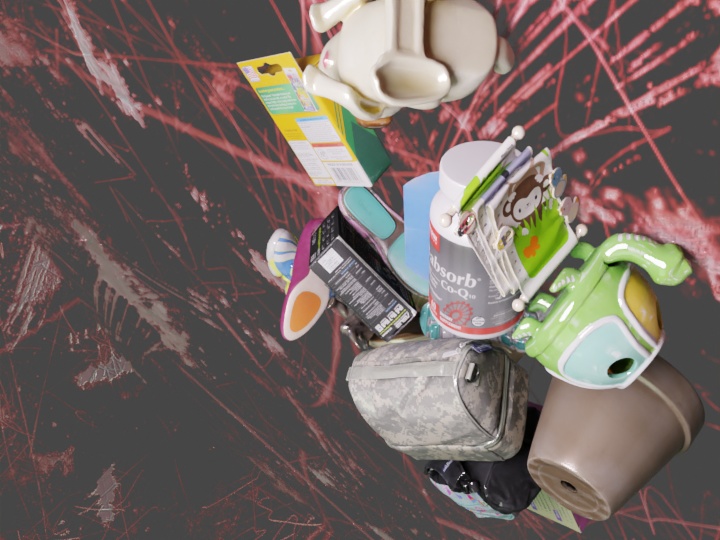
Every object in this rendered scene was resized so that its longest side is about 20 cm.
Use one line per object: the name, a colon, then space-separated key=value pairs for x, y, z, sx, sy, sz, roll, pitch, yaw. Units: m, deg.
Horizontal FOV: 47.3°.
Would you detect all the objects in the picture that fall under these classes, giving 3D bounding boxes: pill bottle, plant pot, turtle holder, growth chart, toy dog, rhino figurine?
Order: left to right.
rhino figurine: x=-0.005 y=0.055 z=1.270 sx=0.087 sy=0.201 sz=0.060 roll=32 pitch=115 yaw=-22
toy dog: x=0.033 y=-0.216 z=0.811 sx=0.199 sy=0.191 sz=0.142 roll=-3 pitch=95 yaw=62
pill bottle: x=0.132 y=-0.033 z=0.912 sx=0.115 sy=0.116 sz=0.202 roll=25 pitch=137 yaw=31
growth chart: x=0.163 y=-0.051 z=0.830 sx=0.018 sy=0.145 sz=0.200 roll=29 pitch=169 yaw=45
plant pot: x=0.302 y=0.207 z=1.038 sx=0.199 sy=0.174 sz=0.201 roll=34 pitch=154 yaw=19
turtle holder: x=0.267 y=0.042 z=0.892 sx=0.131 sy=0.187 sz=0.141 roll=38 pitch=-173 yaw=9

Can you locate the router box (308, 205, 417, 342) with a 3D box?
router box: x=0.000 y=0.000 z=1.155 sx=0.150 sy=0.062 sz=0.200 roll=44 pitch=-170 yaw=-12

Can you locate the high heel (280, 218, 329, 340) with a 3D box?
high heel: x=-0.091 y=0.011 z=1.276 sx=0.067 sy=0.203 sz=0.095 roll=24 pitch=168 yaw=-31

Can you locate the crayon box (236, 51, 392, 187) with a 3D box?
crayon box: x=-0.057 y=-0.201 z=1.051 sx=0.125 sy=0.052 sz=0.201 roll=9 pitch=140 yaw=50

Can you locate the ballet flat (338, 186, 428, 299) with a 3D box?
ballet flat: x=0.044 y=-0.042 z=1.158 sx=0.200 sy=0.069 sz=0.071 roll=46 pitch=174 yaw=1

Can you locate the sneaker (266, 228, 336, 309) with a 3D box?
sneaker: x=-0.091 y=0.002 z=1.425 sx=0.104 sy=0.076 sz=0.201 roll=16 pitch=154 yaw=23

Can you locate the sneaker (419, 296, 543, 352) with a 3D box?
sneaker: x=0.183 y=0.057 z=1.101 sx=0.197 sy=0.091 sz=0.079 roll=5 pitch=107 yaw=23

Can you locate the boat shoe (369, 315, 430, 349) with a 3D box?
boat shoe: x=0.083 y=0.106 z=1.244 sx=0.198 sy=0.072 sz=0.065 roll=-9 pitch=121 yaw=50

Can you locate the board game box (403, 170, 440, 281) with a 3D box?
board game box: x=0.133 y=-0.053 z=1.013 sx=0.155 sy=0.039 sz=0.202 roll=10 pitch=137 yaw=15

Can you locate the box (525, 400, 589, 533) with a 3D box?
box: x=0.272 y=0.300 z=1.324 sx=0.198 sy=0.097 sz=0.177 roll=13 pitch=143 yaw=45

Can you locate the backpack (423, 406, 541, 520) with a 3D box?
backpack: x=0.178 y=0.276 z=1.165 sx=0.127 sy=0.167 sz=0.200 roll=44 pitch=153 yaw=-7

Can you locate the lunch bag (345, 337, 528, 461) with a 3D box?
lunch bag: x=0.100 y=0.156 z=1.052 sx=0.198 sy=0.141 sz=0.167 roll=-8 pitch=150 yaw=40

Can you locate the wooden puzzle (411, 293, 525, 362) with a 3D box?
wooden puzzle: x=0.153 y=0.094 z=1.246 sx=0.184 sy=0.037 sz=0.201 roll=38 pitch=151 yaw=11
